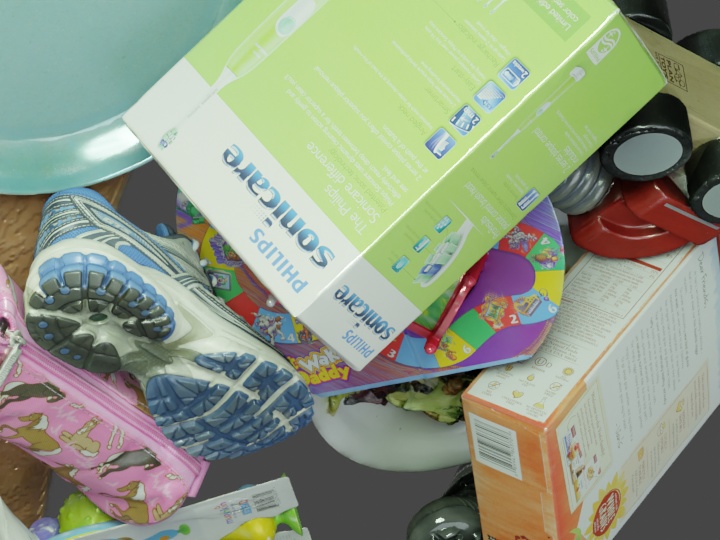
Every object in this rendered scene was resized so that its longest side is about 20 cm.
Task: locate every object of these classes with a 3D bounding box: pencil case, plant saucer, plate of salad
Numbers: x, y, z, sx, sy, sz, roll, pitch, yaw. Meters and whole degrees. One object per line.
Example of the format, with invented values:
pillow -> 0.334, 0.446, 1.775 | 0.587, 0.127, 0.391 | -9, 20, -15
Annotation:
pencil case -> -0.156, 0.058, 1.391 | 0.083, 0.087, 0.200 | -34, 140, 14
plant saucer -> -0.136, -0.120, 1.276 | 0.200, 0.027, 0.200 | -16, 136, -16
plate of salad -> 0.066, 0.045, 1.532 | 0.200, 0.048, 0.200 | -15, 137, -15

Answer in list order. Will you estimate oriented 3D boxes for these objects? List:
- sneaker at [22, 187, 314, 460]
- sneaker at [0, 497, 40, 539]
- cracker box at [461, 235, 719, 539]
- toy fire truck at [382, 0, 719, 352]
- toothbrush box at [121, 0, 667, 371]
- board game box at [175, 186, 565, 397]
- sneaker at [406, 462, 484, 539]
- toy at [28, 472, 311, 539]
sneaker -> -0.089, 0.021, 1.371 | 0.077, 0.085, 0.200 | -26, 139, 19
sneaker -> -0.208, 0.139, 1.403 | 0.073, 0.071, 0.200 | -25, 114, 6
cracker box -> 0.136, 0.059, 1.501 | 0.200, 0.058, 0.134 | -46, 143, -33
toy fire truck -> 0.094, -0.043, 1.428 | 0.176, 0.129, 0.200 | 22, 137, -35
toothbrush box -> 0.015, -0.079, 1.282 | 0.200, 0.146, 0.086 | -43, 150, 1
board game box -> 0.000, 0.000, 1.372 | 0.200, 0.039, 0.158 | -11, 118, 24
sneaker -> 0.068, 0.147, 1.593 | 0.066, 0.091, 0.200 | -40, 152, 15
toy -> -0.131, 0.144, 1.510 | 0.200, 0.047, 0.115 | -12, 153, 1
